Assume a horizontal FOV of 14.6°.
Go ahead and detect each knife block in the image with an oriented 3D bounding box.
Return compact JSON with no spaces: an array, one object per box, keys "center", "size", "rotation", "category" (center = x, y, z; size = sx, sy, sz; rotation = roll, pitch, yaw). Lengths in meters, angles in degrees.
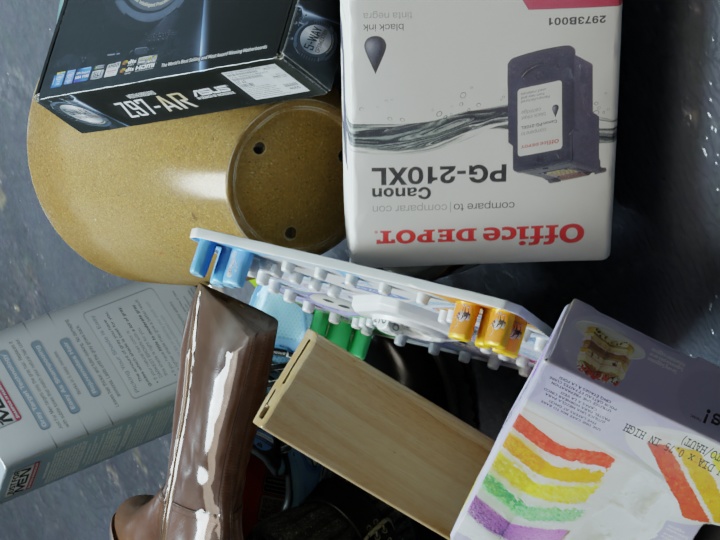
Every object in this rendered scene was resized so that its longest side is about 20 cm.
[{"center":[0.052,0.119,1.622],"size":[0.175,0.064,0.200],"rotation":[30,178,27],"category":"knife block"}]

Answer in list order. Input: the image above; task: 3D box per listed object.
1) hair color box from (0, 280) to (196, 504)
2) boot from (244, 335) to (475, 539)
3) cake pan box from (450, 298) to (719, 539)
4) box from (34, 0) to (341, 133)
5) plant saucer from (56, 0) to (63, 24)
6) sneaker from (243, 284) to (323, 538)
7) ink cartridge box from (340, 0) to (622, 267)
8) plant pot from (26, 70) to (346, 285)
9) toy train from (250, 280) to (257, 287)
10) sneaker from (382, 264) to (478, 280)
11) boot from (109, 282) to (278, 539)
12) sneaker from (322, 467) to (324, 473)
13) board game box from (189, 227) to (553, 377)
[{"center":[-0.193,0.079,1.983],"size":[0.099,0.200,0.061],"rotation":[57,148,20],"category":"hair color box"},{"center":[-0.007,0.126,1.750],"size":[0.079,0.157,0.212],"rotation":[16,122,54],"category":"boot"},{"center":[0.165,0.123,1.486],"size":[0.199,0.052,0.184],"rotation":[26,143,1],"category":"cake pan box"},{"center":[-0.083,-0.167,1.588],"size":[0.200,0.043,0.161],"rotation":[-5,61,41],"category":"box"},{"center":[-0.158,-0.174,1.829],"size":[0.201,0.039,0.202],"rotation":[-35,48,51],"category":"plant saucer"},{"center":[-0.051,0.097,1.798],"size":[0.090,0.078,0.201],"rotation":[0,-85,-78],"category":"sneaker"},{"center":[0.062,-0.106,1.484],"size":[0.084,0.144,0.201],"rotation":[-95,3,-59],"category":"ink cartridge box"},{"center":[-0.076,-0.067,1.665],"size":[0.200,0.186,0.187],"rotation":[21,126,61],"category":"plant pot"},{"center":[-0.091,-0.024,1.894],"size":[0.116,0.085,0.200],"rotation":[34,165,21],"category":"toy train"},{"center":[0.055,-0.079,1.584],"size":[0.075,0.090,0.201],"rotation":[39,139,41],"category":"sneaker"},{"center":[-0.103,0.094,1.732],"size":[0.186,0.064,0.201],"rotation":[28,117,60],"category":"boot"},{"center":[-0.012,0.166,1.887],"size":[0.200,0.078,0.090],"rotation":[56,179,7],"category":"sneaker"},{"center":[0.027,0.033,1.565],"size":[0.199,0.200,0.026],"rotation":[13,80,25],"category":"board game box"}]
